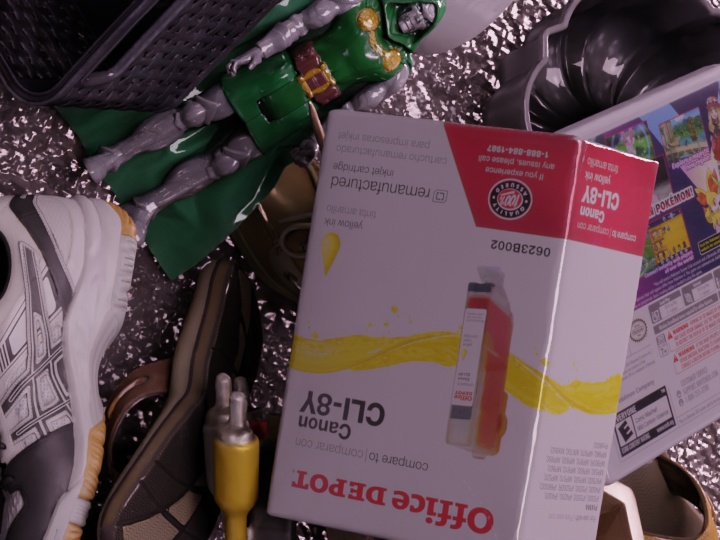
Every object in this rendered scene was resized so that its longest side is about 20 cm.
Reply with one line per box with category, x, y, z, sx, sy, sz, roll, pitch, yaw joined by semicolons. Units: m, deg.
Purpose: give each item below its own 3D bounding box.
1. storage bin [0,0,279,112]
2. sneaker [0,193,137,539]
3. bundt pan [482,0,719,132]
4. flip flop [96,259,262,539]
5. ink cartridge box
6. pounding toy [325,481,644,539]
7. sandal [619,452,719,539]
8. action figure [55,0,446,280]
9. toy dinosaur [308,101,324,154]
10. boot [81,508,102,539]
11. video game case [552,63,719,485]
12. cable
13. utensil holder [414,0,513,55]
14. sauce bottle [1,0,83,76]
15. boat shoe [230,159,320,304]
storage bin;-0.132;-0.186;1.257;0.094;0.135;0.201;-1;54;-54
sneaker;-0.169;0.059;1.313;0.087;0.076;0.201;10;76;-16
bundt pan;0.150;-0.066;1.532;0.201;0.076;0.203;5;81;-33
flip flop;-0.098;0.073;1.342;0.081;0.057;0.201;75;22;-43
ink cartridge box;0.047;0.033;1.268;0.083;0.145;0.201;10;89;-58
pounding toy;0.052;0.196;1.369;0.184;0.142;0.201;31;38;-41
sandal;0.172;0.139;1.537;0.080;0.054;0.201;-36;105;-32
action figure;-0.044;-0.089;1.354;0.199;0.055;0.118;-32;115;5
toy dinosaur;0.038;-0.032;1.393;0.199;0.060;0.107;-4;83;-42
boot;-0.079;0.226;1.345;0.174;0.069;0.201;27;68;-29
video game case;0.162;-0.002;1.452;0.200;0.023;0.183;-24;102;-45
cable;-0.058;0.150;1.323;0.050;0.097;0.201;5;94;2
utensil holder;-0.014;-0.224;1.385;0.199;0.170;0.171;24;72;-33
sauce bottle;-0.224;-0.145;1.292;0.199;0.066;0.066;20;73;-31
boat shoe;-0.001;0.002;1.428;0.073;0.063;0.201;-45;109;-30
